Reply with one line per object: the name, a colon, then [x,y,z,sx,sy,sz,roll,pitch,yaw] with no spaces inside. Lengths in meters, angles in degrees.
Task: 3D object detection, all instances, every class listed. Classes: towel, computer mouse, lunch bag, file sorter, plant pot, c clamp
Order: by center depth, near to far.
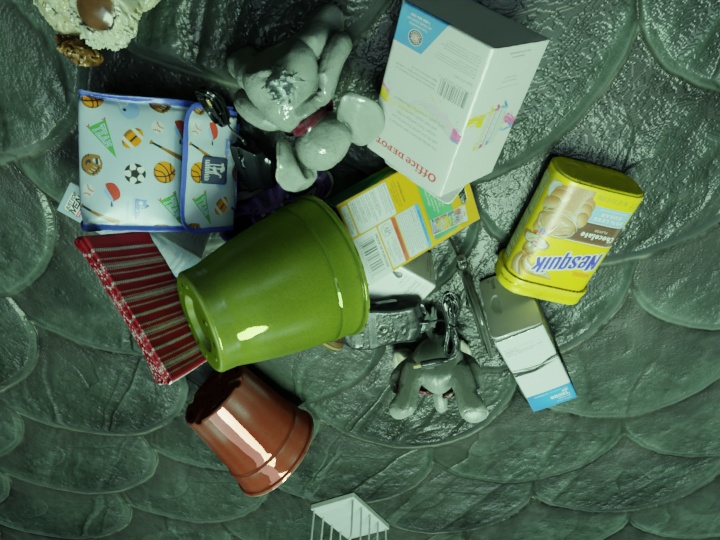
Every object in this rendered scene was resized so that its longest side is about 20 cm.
towel: [-0.262,0.038,0.676,0.022,0.145,0.202,-30,91,11]
computer mouse: [-0.157,-0.158,0.683,0.058,0.034,0.200,27,167,25]
plant pot: [-0.122,0.029,0.689,0.191,0.200,0.203,-24,137,-28]
lunch bag: [-0.258,-0.136,0.700,0.197,0.123,0.173,0,102,-28]
computer mouse: [0.067,0.102,0.866,0.196,0.046,0.142,-12,120,-2]
c clamp: [0.185,0.046,0.876,0.027,0.173,0.201,-20,141,7]
plant pot: [-0.227,0.300,1.066,0.199,0.202,0.196,-28,116,23]
file sorter: [-0.028,0.713,1.432,0.137,0.126,0.201,-23,126,20]

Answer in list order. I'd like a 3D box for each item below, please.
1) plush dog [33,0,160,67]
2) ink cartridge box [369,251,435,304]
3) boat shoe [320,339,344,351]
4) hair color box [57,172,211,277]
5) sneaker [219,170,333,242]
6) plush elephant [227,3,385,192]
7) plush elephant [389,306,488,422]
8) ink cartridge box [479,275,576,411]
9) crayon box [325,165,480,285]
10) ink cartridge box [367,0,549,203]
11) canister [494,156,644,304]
plush dog: [-0.295,-0.329,0.593,0.169,0.160,0.203,-8,102,26]
ink cartridge box: [0.000,0.000,0.867,0.198,0.083,0.147,28,126,-20]
boat shoe: [-0.079,0.077,0.940,0.068,0.072,0.200,-45,131,1]
hair color box: [-0.325,-0.082,0.799,0.199,0.100,0.061,34,125,-24]
sneaker: [-0.125,-0.091,0.797,0.198,0.084,0.081,-27,125,21]
plush elephant: [-0.062,-0.194,0.646,0.163,0.202,0.156,-23,129,11]
plush elephant: [0.137,0.188,0.973,0.162,0.203,0.155,-8,153,10]
ink cartridge box: [0.284,0.117,0.914,0.083,0.146,0.201,-23,126,18]
crayon box: [0.063,-0.085,0.763,0.198,0.052,0.127,-30,115,-13]
ink cartridge box: [0.106,-0.198,0.644,0.128,0.124,0.202,40,135,25]
canister: [0.309,-0.057,0.810,0.146,0.087,0.202,11,128,-8]
